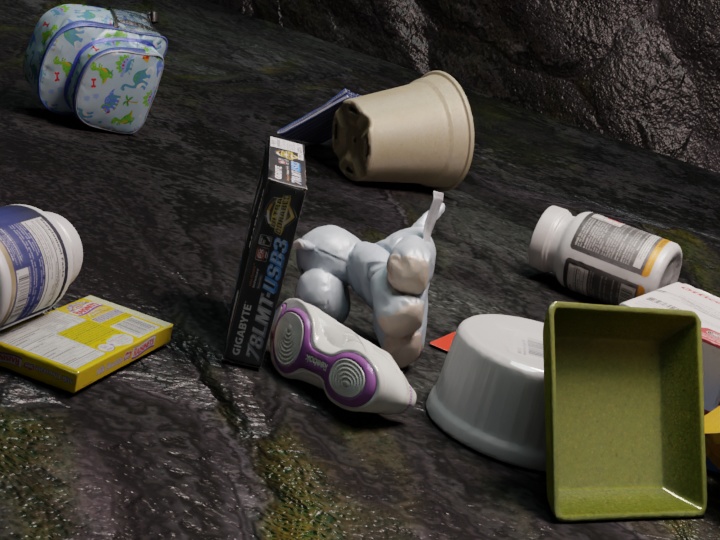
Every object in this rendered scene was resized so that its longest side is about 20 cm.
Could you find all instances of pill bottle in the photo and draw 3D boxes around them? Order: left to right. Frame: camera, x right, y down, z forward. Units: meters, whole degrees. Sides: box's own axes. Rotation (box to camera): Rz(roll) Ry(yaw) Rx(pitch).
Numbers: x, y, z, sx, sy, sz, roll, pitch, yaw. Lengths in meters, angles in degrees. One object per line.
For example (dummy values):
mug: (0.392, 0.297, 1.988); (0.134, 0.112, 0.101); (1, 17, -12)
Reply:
pill bottle: (-0.342, -0.003, 1.424); (0.110, 0.113, 0.200); (18, 13, 11)
pill bottle: (0.347, -0.015, 2.128); (0.198, 0.118, 0.116); (23, 18, 25)

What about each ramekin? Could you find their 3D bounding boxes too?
ramekin: (0.175, 0.121, 1.545); (0.198, 0.099, 0.201); (14, 16, -4)

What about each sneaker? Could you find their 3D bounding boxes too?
sneaker: (-0.022, 0.096, 1.535); (0.099, 0.076, 0.200); (20, 12, -44)

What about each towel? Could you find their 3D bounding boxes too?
towel: (-0.050, -0.263, 2.561); (0.024, 0.144, 0.200); (64, 17, 8)

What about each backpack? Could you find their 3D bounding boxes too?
backpack: (-0.412, -0.316, 2.332); (0.198, 0.185, 0.147); (7, 31, -34)

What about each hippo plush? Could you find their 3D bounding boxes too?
hippo plush: (0.000, 0.000, 1.663); (0.158, 0.203, 0.159); (8, -7, 6)

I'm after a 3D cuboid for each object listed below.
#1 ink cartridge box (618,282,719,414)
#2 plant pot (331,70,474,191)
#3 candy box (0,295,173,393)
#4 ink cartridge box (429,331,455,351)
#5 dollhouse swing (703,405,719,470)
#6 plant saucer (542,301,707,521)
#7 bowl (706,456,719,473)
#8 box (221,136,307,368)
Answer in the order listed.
ink cartridge box: (0.386, 0.087, 1.732); (0.146, 0.084, 0.199); (24, 18, 26)
plant pot: (0.059, -0.223, 2.481); (0.181, 0.203, 0.200); (-9, 26, -29)
candy box: (-0.269, 0.068, 1.451); (0.101, 0.027, 0.200); (16, 15, 16)
ink cartridge box: (0.205, 0.091, 1.771); (0.198, 0.058, 0.162); (27, 20, 23)
dollhouse swing: (0.471, 0.200, 1.491); (0.180, 0.178, 0.199); (-26, 7, -30)
plant saucer: (0.246, 0.137, 1.445); (0.198, 0.203, 0.048); (4, -8, -33)
bowl: (0.380, 0.171, 1.671); (0.198, 0.040, 0.201); (14, 16, -4)
box: (-0.101, -0.024, 1.597); (0.049, 0.203, 0.199); (13, 17, -5)
